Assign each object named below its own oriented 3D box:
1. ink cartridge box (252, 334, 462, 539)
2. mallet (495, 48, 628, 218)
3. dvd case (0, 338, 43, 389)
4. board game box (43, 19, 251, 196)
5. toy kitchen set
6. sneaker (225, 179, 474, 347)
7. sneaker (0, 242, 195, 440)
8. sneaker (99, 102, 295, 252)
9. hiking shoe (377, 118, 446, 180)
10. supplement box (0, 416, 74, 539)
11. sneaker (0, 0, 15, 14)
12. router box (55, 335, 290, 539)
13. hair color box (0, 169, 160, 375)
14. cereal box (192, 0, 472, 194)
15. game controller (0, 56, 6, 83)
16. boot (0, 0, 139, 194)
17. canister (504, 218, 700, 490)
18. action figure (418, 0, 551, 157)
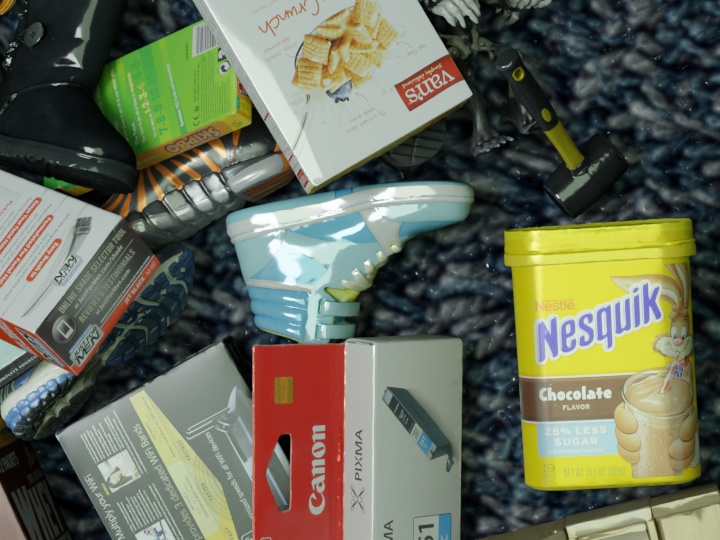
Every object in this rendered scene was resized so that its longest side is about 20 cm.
[{"bbox_3d":[0.000,0.154,1.529,0.175,0.045,0.202,-1,92,-38],"label":"ink cartridge box"},{"bbox_3d":[0.153,-0.114,1.497,0.066,0.200,0.041,-39,53,-5],"label":"mallet"},{"bbox_3d":[-0.314,0.050,1.561,0.199,0.022,0.146,-34,45,6],"label":"dvd case"},{"bbox_3d":[-0.167,-0.127,1.531,0.199,0.030,0.096,-18,60,30],"label":"board game box"},{"bbox_3d":[0.197,0.276,1.500,0.199,0.180,0.164,-15,92,8],"label":"toy kitchen set"},{"bbox_3d":[0.000,0.000,1.558,0.199,0.080,0.132,-10,89,14],"label":"sneaker"},{"bbox_3d":[-0.220,0.038,1.572,0.200,0.077,0.085,-41,68,-9],"label":"sneaker"},{"bbox_3d":[-0.155,-0.086,1.574,0.199,0.078,0.113,-25,79,4],"label":"sneaker"},{"bbox_3d":[-0.011,-0.160,1.538,0.075,0.101,0.201,-26,85,-17],"label":"hiking shoe"},{"bbox_3d":[-0.330,0.247,1.559,0.196,0.133,0.201,-25,90,4],"label":"supplement box"},{"bbox_3d":[-0.373,-0.236,1.566,0.199,0.077,0.079,1,95,18],"label":"sneaker"},{"bbox_3d":[-0.126,0.177,1.583,0.157,0.052,0.201,-28,90,5],"label":"router box"},{"bbox_3d":[-0.260,-0.006,1.513,0.199,0.064,0.111,20,67,42],"label":"hair color box"},{"bbox_3d":[-0.027,-0.177,1.464,0.143,0.040,0.201,-31,87,-13],"label":"cereal box"},{"bbox_3d":[-0.381,-0.129,1.603,0.199,0.042,0.105,-15,105,5],"label":"game controller"},{"bbox_3d":[-0.217,-0.154,1.515,0.076,0.200,0.169,23,84,-41],"label":"boot"},{"bbox_3d":[0.191,0.064,1.542,0.147,0.087,0.202,-4,93,4],"label":"canister"},{"bbox_3d":[0.090,-0.197,1.527,0.118,0.102,0.201,-24,94,-31],"label":"action figure"}]
